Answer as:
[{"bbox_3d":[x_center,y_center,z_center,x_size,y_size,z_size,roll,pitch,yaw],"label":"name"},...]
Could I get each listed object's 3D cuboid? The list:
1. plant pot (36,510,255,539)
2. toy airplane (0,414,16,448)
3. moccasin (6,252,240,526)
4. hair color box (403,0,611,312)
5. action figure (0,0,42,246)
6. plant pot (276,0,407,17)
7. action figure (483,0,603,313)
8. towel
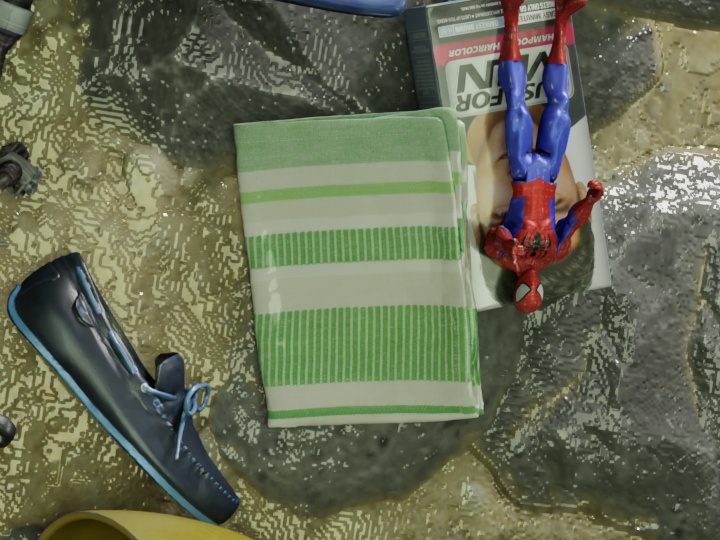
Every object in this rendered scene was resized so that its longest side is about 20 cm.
[{"bbox_3d":[-0.101,0.238,1.466,0.142,0.200,0.201,-7,95,-39],"label":"plant pot"},{"bbox_3d":[-0.284,0.146,1.415,0.141,0.200,0.200,14,101,0],"label":"toy airplane"},{"bbox_3d":[-0.137,0.075,1.488,0.068,0.080,0.200,-42,102,-6],"label":"moccasin"},{"bbox_3d":[0.096,-0.080,1.548,0.099,0.061,0.201,-11,96,-13],"label":"hair color box"},{"bbox_3d":[-0.252,-0.097,1.460,0.130,0.069,0.201,17,93,-21],"label":"action figure"},{"bbox_3d":[-0.085,-0.265,1.414,0.199,0.180,0.201,7,92,-35],"label":"plant pot"},{"bbox_3d":[0.116,-0.071,1.475,0.065,0.099,0.201,2,95,-13],"label":"action figure"},{"bbox_3d":[0.000,0.000,1.518,0.152,0.023,0.201,-4,97,13],"label":"towel"}]
